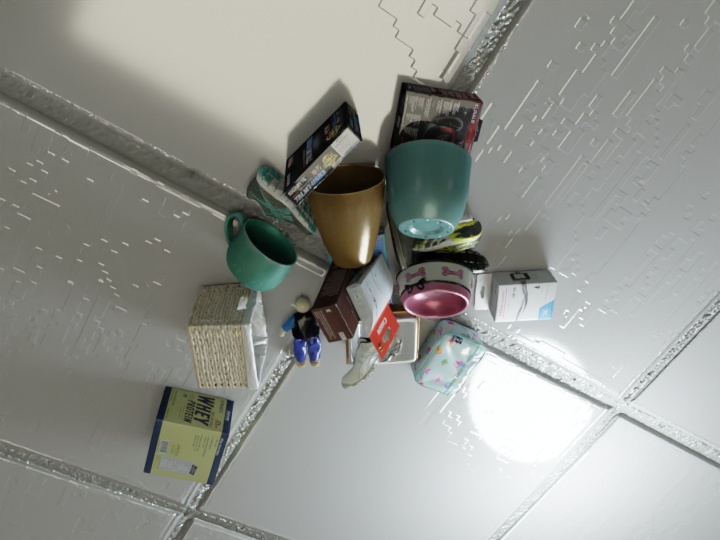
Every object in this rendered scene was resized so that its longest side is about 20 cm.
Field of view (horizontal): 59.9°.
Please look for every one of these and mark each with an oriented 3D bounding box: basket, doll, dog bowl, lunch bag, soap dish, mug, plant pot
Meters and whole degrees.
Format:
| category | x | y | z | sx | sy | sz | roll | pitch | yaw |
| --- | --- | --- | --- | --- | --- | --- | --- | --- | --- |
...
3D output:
| category | x | y | z | sx | sy | sz | roll | pitch | yaw |
| --- | --- | --- | --- | --- | --- | --- | --- | --- | --- |
| basket | -0.324 | 0.162 | 1.553 | 0.157 | 0.199 | 0.204 | -2 | 120 | 1 |
| doll | -0.150 | 0.163 | 1.651 | 0.133 | 0.049 | 0.204 | -3 | 119 | -5 |
| dog bowl | 0.185 | 0.052 | 1.540 | 0.195 | 0.075 | 0.201 | 2 | 153 | 1 |
| lunch bag | 0.245 | 0.242 | 1.716 | 0.158 | 0.078 | 0.202 | 24 | 114 | -17 |
| soap dish | 0.056 | 0.169 | 1.656 | 0.195 | 0.082 | 0.160 | -3 | 119 | -4 |
| mug | -0.247 | -0.038 | 1.488 | 0.150 | 0.187 | 0.115 | 18 | 122 | -42 |
| plant pot | 0.146 | -0.167 | 1.377 | 0.196 | 0.165 | 0.201 | 4 | 163 | 1 |
| plant pot | -0.028 | -0.115 | 1.426 | 0.182 | 0.187 | 0.204 | -6 | 117 | -2 |

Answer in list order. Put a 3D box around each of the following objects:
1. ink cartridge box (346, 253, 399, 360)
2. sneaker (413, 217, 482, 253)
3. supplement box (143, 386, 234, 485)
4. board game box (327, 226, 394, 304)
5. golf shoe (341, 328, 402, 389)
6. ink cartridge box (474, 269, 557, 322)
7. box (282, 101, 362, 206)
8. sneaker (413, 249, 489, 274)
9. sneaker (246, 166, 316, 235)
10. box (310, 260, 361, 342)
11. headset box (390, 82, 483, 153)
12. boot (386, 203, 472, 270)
| category | x | y | z | sx | sy | sz | roll | pitch | yaw |
| --- | --- | --- | --- | --- | --- | --- | --- | --- | --- |
| ink cartridge box | 0.049 | 0.085 | 1.491 | 0.047 | 0.160 | 0.203 | -17 | 109 | 28 |
| sneaker | 0.205 | -0.069 | 1.543 | 0.195 | 0.076 | 0.085 | -7 | 148 | 14 |
| supplement box | -0.474 | 0.460 | 1.734 | 0.196 | 0.135 | 0.203 | 15 | 117 | -13 |
| board game box | 0.000 | 0.000 | 1.578 | 0.148 | 0.045 | 0.204 | -8 | 119 | 0 |
| golf shoe | 0.012 | 0.217 | 1.603 | 0.199 | 0.078 | 0.098 | -41 | 98 | 11 |
| ink cartridge box | 0.405 | 0.068 | 1.642 | 0.195 | 0.067 | 0.118 | -3 | 120 | -4 |
| box | -0.083 | -0.255 | 1.341 | 0.198 | 0.201 | 0.050 | -40 | 114 | 17 |
| sneaker | 0.228 | -0.007 | 1.593 | 0.195 | 0.076 | 0.080 | 1 | 137 | -3 |
| sneaker | -0.187 | -0.151 | 1.473 | 0.091 | 0.078 | 0.200 | -32 | 114 | 30 |
| box | -0.041 | 0.062 | 1.464 | 0.074 | 0.201 | 0.101 | -14 | 120 | 23 |
| headset box | 0.177 | -0.324 | 1.399 | 0.195 | 0.075 | 0.151 | 6 | 119 | -8 |
| boot | 0.169 | -0.104 | 1.487 | 0.195 | 0.073 | 0.186 | -9 | 79 | -2 |
